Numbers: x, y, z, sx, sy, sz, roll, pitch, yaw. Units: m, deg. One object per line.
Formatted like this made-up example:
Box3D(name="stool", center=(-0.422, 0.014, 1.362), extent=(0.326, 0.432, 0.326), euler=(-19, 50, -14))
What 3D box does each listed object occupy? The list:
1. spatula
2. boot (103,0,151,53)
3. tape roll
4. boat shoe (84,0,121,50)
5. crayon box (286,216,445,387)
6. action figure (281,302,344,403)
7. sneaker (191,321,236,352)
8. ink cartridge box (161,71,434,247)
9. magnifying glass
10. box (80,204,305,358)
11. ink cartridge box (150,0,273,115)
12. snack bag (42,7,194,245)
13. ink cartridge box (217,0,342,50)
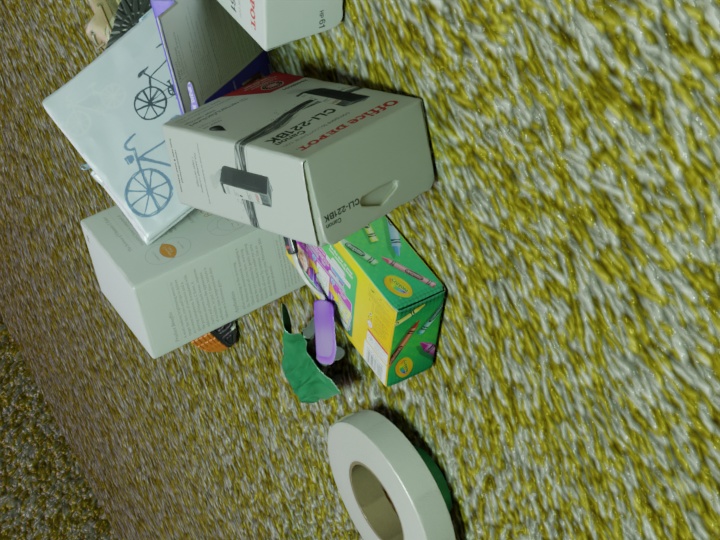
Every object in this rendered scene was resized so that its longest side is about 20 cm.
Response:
Box3D(name="spatula", center=(-0.056, -0.004, 1.378), extent=(0.056, 0.020, 0.201), euler=(3, 113, 68))
Box3D(name="boot", center=(-0.232, -0.237, 1.620), extent=(0.065, 0.165, 0.200), euler=(23, 166, 15))
Box3D(name="tape roll", center=(0.031, 0.246, 1.509), extent=(0.203, 0.037, 0.203), euler=(47, 152, 35))
Box3D(name="boat shoe", center=(-0.306, -0.298, 1.715), extent=(0.071, 0.064, 0.201), euler=(153, 99, -81))
Box3D(name="crayon box", center=(0.000, 0.000, 1.363), extent=(0.200, 0.058, 0.119), euler=(52, 153, 32))
Box3D(name="action figure", center=(-0.059, 0.109, 1.601), extent=(0.118, 0.055, 0.200), euler=(60, 163, 11))
Box3D(name="sneaker", center=(-0.222, 0.015, 1.871), extent=(0.200, 0.075, 0.092), euler=(62, -166, -22))
Box3D(name="ink cartridge box", center=(-0.055, -0.103, 1.229), extent=(0.200, 0.144, 0.084), euler=(19, 129, 44))
Box3D(name="magnifying glass", center=(0.036, 0.208, 1.529), extent=(0.200, 0.022, 0.080), euler=(33, 141, 54))
Box3D(name="box", center=(-0.185, -0.020, 1.560), extent=(0.152, 0.199, 0.107), euler=(45, 153, 44))
Box3D(name="ink cartridge box", center=(-0.144, -0.184, 1.353), extent=(0.043, 0.200, 0.199), euler=(-3, 117, 21))
Box3D(name="snack bag", center=(-0.218, -0.160, 1.494), extent=(0.200, 0.188, 0.021), euler=(50, 180, 3))
Box3D(name="ink cartridge box", center=(-0.100, -0.314, 1.250), extent=(0.200, 0.084, 0.145), euler=(47, 150, 36))
